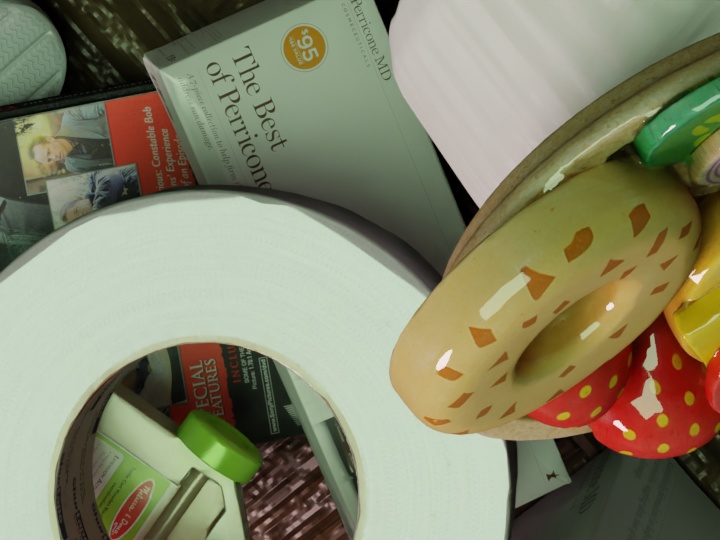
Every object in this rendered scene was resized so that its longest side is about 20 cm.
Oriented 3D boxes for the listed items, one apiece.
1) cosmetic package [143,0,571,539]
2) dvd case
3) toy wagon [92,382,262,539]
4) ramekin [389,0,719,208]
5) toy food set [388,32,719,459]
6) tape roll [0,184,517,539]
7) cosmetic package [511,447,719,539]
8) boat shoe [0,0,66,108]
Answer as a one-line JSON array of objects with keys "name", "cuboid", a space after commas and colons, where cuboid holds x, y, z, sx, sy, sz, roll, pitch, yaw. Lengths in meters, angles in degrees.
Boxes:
[{"name": "cosmetic package", "cuboid": [0.000, 0.000, 1.005, 0.082, 0.051, 0.201, -25, 104, -7]}, {"name": "dvd case", "cuboid": [-0.116, 0.009, 1.030, 0.199, 0.022, 0.147, -12, 108, -8]}, {"name": "toy wagon", "cuboid": [-0.100, 0.113, 1.007, 0.200, 0.040, 0.156, 36, 97, -3]}, {"name": "ramekin", "cuboid": [0.095, -0.095, 0.888, 0.094, 0.202, 0.203, 45, 115, 7]}, {"name": "toy food set", "cuboid": [0.108, -0.006, 0.816, 0.197, 0.200, 0.049, -34, 61, 9]}, {"name": "tape roll", "cuboid": [-0.047, 0.071, 0.941, 0.199, 0.066, 0.202, 0, 94, 5]}, {"name": "cosmetic package", "cuboid": [0.049, 0.159, 1.035, 0.081, 0.113, 0.200, 46, 113, -5]}, {"name": "boat shoe", "cuboid": [-0.200, -0.043, 1.047, 0.199, 0.071, 0.072, -33, 110, 0]}]
